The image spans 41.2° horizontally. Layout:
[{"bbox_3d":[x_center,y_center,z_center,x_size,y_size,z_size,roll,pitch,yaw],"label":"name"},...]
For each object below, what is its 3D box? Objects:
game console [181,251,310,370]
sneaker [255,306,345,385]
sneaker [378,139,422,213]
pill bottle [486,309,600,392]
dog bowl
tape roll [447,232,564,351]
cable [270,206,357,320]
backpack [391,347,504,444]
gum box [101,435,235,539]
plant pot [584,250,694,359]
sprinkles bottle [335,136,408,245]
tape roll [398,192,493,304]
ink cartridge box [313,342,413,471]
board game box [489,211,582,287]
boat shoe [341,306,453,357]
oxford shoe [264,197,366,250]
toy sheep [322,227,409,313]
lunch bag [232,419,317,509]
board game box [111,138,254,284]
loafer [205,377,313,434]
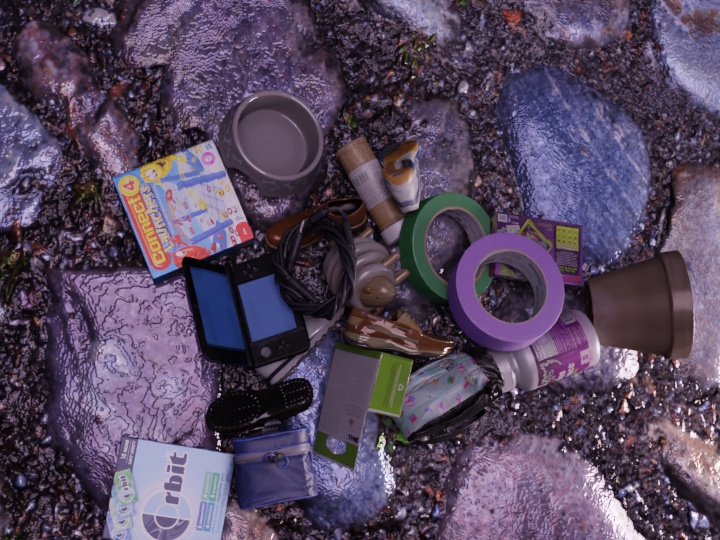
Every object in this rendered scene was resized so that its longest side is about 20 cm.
[{"bbox_3d":[-0.196,0.057,1.656,0.169,0.119,0.202,-18,67,0],"label":"game console"},{"bbox_3d":[-0.111,0.113,1.716,0.200,0.077,0.080,-43,79,-16],"label":"sneaker"},{"bbox_3d":[0.078,-0.174,1.764,0.074,0.201,0.089,-12,117,14],"label":"sneaker"},{"bbox_3d":[0.329,0.154,1.761,0.198,0.112,0.114,-19,84,-12],"label":"pill bottle"},{"bbox_3d":[-0.156,-0.237,1.748,0.198,0.059,0.203,7,71,-22],"label":"dog bowl"},{"bbox_3d":[0.257,0.038,1.700,0.197,0.066,0.203,3,70,-9],"label":"tape roll"},{"bbox_3d":[-0.079,-0.005,1.654,0.162,0.051,0.202,-20,65,18],"label":"cable"},{"bbox_3d":[0.146,0.224,1.707,0.198,0.167,0.127,-27,66,-10],"label":"backpack"},{"bbox_3d":[-0.326,0.385,1.642,0.197,0.045,0.172,10,79,-9],"label":"gum box"},{"bbox_3d":[0.512,0.068,1.784,0.171,0.200,0.203,-4,80,7],"label":"plant pot"},{"bbox_3d":[0.029,-0.148,1.784,0.068,0.068,0.201,-29,86,-13],"label":"sprinkles bottle"},{"bbox_3d":[0.164,-0.040,1.764,0.198,0.048,0.203,5,81,-33],"label":"tape roll"},{"bbox_3d":[0.001,0.237,1.666,0.075,0.147,0.203,16,85,-33],"label":"ink cartridge box"},{"bbox_3d":[0.334,-0.038,1.814,0.198,0.032,0.122,8,75,-24],"label":"board game box"},{"bbox_3d":[0.068,0.105,1.653,0.198,0.076,0.075,10,87,-19],"label":"boat shoe"},{"bbox_3d":[-0.083,-0.094,1.747,0.198,0.072,0.072,-20,65,-12],"label":"oxford shoe"},{"bbox_3d":[0.000,0.000,1.717,0.137,0.200,0.139,-17,126,-25],"label":"toy sheep"},{"bbox_3d":[-0.145,0.321,1.605,0.134,0.200,0.134,-9,79,-6],"label":"lunch bag"},{"bbox_3d":[-0.318,-0.107,1.724,0.194,0.056,0.202,-23,85,-13],"label":"board game box"},{"bbox_3d":[-0.172,0.250,1.678,0.197,0.072,0.074,-13,53,4],"label":"loafer"}]
